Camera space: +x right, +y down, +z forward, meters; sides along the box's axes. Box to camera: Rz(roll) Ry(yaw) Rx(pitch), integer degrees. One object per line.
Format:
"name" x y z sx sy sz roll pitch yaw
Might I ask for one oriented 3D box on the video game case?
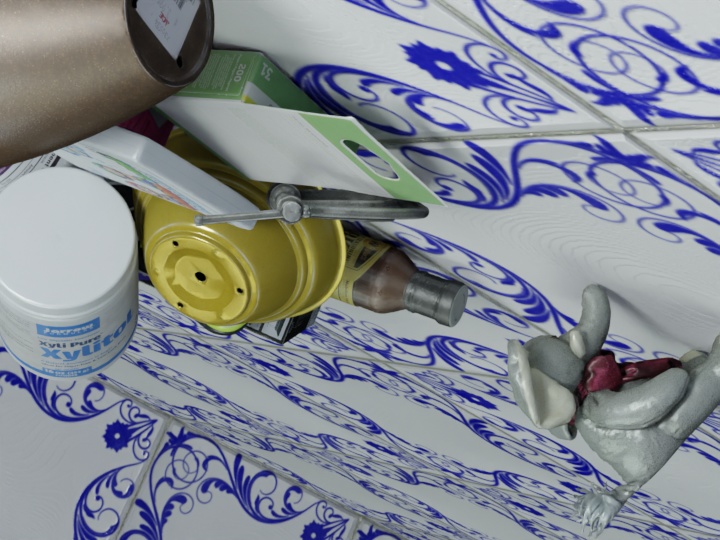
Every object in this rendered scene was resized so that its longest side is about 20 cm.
"video game case" -0.193 -0.091 1.479 0.181 0.024 0.200 20 175 25

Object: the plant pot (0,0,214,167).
"plant pot" -0.200 -0.158 1.241 0.199 0.188 0.187 -2 155 32

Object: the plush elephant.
"plush elephant" 0.193 0.090 1.550 0.155 0.200 0.165 41 177 5

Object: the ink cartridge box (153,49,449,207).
"ink cartridge box" -0.043 -0.105 1.407 0.199 0.048 0.145 7 161 36

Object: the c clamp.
"c clamp" -0.033 -0.052 1.477 0.170 0.027 0.200 0 -175 1

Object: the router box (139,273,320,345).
"router box" -0.121 0.010 1.892 0.157 0.052 0.200 23 -174 4

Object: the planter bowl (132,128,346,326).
"planter bowl" -0.118 -0.016 1.611 0.199 0.084 0.201 14 131 17

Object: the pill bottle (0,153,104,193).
"pill bottle" -0.316 -0.129 1.671 0.200 0.113 0.112 33 165 -36

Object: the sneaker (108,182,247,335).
"sneaker" -0.168 -0.022 1.750 0.200 0.072 0.083 36 161 8

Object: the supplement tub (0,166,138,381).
"supplement tub" -0.257 0.007 1.672 0.131 0.132 0.200 23 159 3

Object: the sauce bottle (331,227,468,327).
"sauce bottle" 0.000 0.000 1.730 0.199 0.065 0.065 19 167 18

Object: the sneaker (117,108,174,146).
"sneaker" -0.198 -0.146 1.445 0.088 0.082 0.200 20 167 12
